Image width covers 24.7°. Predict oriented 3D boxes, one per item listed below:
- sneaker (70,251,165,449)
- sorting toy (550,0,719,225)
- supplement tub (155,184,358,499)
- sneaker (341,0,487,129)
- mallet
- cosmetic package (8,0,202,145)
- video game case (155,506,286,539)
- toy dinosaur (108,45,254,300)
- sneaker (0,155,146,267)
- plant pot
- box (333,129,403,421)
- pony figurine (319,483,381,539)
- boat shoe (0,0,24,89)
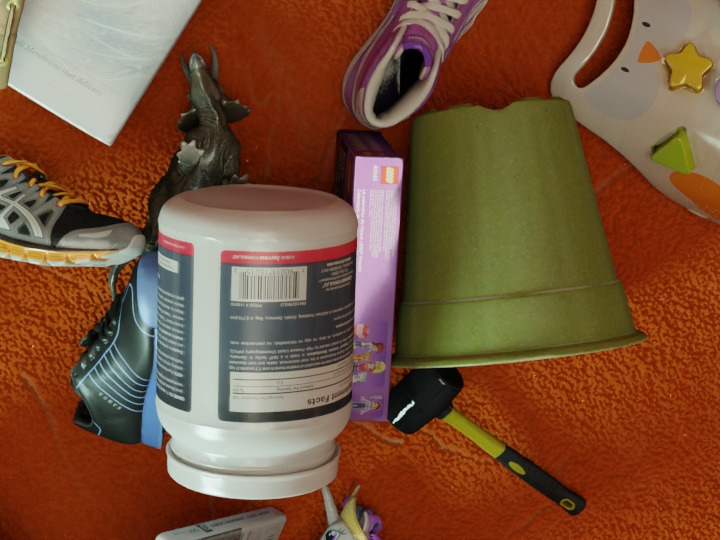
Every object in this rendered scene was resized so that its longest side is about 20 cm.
[{"bbox_3d":[-0.181,0.062,1.254,0.078,0.070,0.200,10,131,-1],"label":"sneaker"},{"bbox_3d":[0.252,-0.156,1.288,0.180,0.107,0.200,25,99,8],"label":"sorting toy"},{"bbox_3d":[-0.074,0.046,1.163,0.140,0.140,0.200,1,102,-7],"label":"supplement tub"},{"bbox_3d":[0.058,-0.192,1.234,0.073,0.114,0.201,26,97,-10],"label":"sneaker"},{"bbox_3d":[0.102,0.150,1.359,0.066,0.041,0.200,-37,114,22],"label":"mallet"},{"bbox_3d":[-0.212,-0.231,1.189,0.199,0.123,0.200,31,96,-13],"label":"cosmetic package"},{"bbox_3d":[-0.144,0.286,1.296,0.023,0.182,0.200,28,100,22],"label":"video game case"},{"bbox_3d":[-0.129,-0.062,1.257,0.077,0.102,0.200,19,107,-11],"label":"toy dinosaur"},{"bbox_3d":[-0.252,-0.046,1.226,0.200,0.078,0.077,11,90,17],"label":"sneaker"},{"bbox_3d":[0.109,-0.032,1.255,0.200,0.200,0.190,-6,90,-5],"label":"plant pot"},{"bbox_3d":[0.000,0.000,1.259,0.039,0.137,0.200,2,102,-7],"label":"box"},{"bbox_3d":[-0.012,0.295,1.320,0.193,0.167,0.200,41,75,10],"label":"pony figurine"},{"bbox_3d":[-0.231,-0.216,1.097,0.066,0.074,0.200,20,102,-23],"label":"boat shoe"}]
